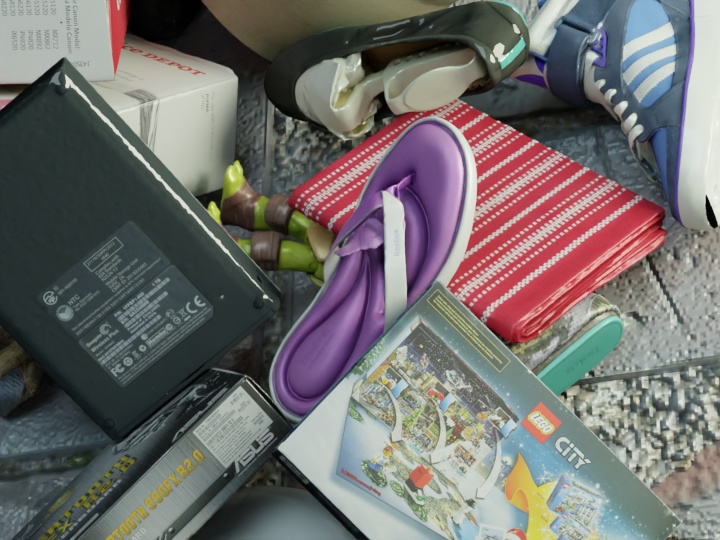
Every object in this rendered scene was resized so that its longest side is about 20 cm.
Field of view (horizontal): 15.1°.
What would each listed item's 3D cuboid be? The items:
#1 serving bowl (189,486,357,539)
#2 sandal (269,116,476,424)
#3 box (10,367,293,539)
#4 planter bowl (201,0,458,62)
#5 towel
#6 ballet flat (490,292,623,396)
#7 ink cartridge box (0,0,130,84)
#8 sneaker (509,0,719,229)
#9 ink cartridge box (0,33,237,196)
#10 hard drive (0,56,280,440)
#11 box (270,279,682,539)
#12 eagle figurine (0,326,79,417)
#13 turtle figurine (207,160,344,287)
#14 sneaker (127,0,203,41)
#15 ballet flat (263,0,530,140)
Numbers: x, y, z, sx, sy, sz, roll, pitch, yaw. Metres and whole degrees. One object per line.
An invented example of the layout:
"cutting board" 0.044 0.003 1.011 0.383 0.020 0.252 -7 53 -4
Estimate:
"serving bowl" -0.069 0.211 1.600 0.199 0.066 0.201 -9 57 14
"sandal" 0.006 0.003 1.609 0.082 0.050 0.203 31 98 32
"box" -0.139 0.143 1.622 0.200 0.048 0.158 -44 12 -10
"planter bowl" -0.033 -0.220 1.801 0.135 0.200 0.201 -42 50 25
"towel" 0.072 -0.034 1.670 0.144 0.023 0.200 -35 49 -30
"ballet flat" 0.070 0.078 1.632 0.200 0.072 0.072 -42 55 -17
"ink cartridge box" -0.197 -0.183 1.757 0.174 0.084 0.200 -2 18 -1
"sneaker" 0.160 -0.107 1.711 0.146 0.081 0.201 -5 57 18
"ink cartridge box" -0.196 -0.088 1.754 0.146 0.083 0.200 21 27 37
"hard drive" -0.164 -0.011 1.637 0.139 0.200 0.033 -38 19 13
"box" 0.066 0.125 1.558 0.200 0.038 0.137 45 78 0
"eagle figurine" -0.241 0.020 1.767 0.151 0.152 0.200 -10 7 -35
"turtle figurine" -0.014 -0.021 1.727 0.160 0.065 0.201 15 52 10
"sneaker" -0.122 -0.251 1.909 0.083 0.072 0.200 29 72 33
"ballet flat" 0.013 -0.124 1.721 0.199 0.068 0.069 -15 32 32
